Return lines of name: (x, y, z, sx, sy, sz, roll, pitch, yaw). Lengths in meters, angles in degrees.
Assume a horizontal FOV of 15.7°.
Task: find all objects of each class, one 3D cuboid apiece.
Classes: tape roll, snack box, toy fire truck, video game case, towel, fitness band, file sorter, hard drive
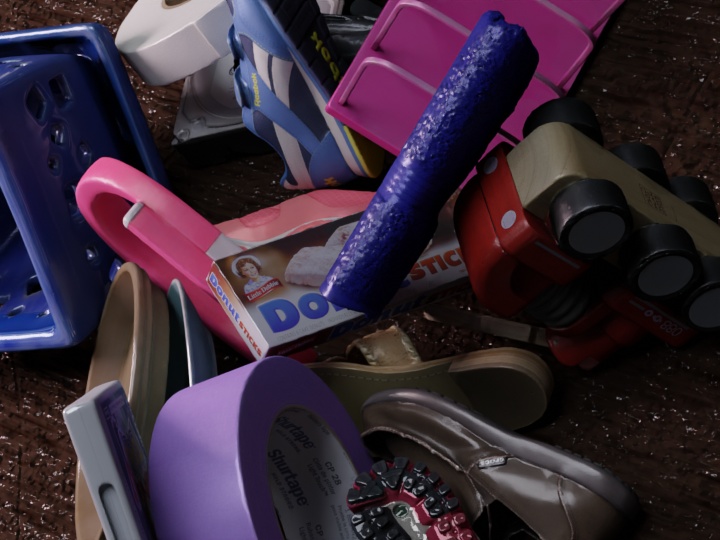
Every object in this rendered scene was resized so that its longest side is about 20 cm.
tape roll: (-0.094, -0.214, 1.912, 0.202, 0.037, 0.203, -34, 20, 15)
snack box: (0.000, 0.000, 1.690, 0.199, 0.024, 0.072, -19, 65, -33)
toy fire truck: (0.111, 0.001, 1.616, 0.200, 0.176, 0.129, -41, 42, 25)
video game case: (-0.128, 0.158, 1.542, 0.023, 0.183, 0.200, -19, 1, -1)
towel: (0.046, -0.062, 1.583, 0.201, 0.049, 0.148, -59, 1, 6)
fitness band: (-0.110, 0.002, 1.746, 0.200, 0.144, 0.037, 40, 76, 2)
file sorter: (0.093, -0.168, 1.738, 0.201, 0.139, 0.125, -60, 4, -17)
tape roll: (-0.048, 0.157, 1.579, 0.065, 0.200, 0.201, -21, 47, 23)
hard drive: (-0.062, -0.179, 1.970, 0.139, 0.038, 0.201, -10, 52, 30)

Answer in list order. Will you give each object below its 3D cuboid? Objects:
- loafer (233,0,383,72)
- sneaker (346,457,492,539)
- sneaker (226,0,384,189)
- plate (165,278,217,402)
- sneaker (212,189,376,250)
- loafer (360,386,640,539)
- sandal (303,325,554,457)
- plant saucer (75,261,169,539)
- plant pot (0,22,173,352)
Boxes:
loafer: (0.006, -0.162, 1.855, 0.199, 0.068, 0.071, 0, 66, 15)
sneaker: (0.069, 0.199, 1.548, 0.080, 0.075, 0.200, -31, 62, -11)
sneaker: (-0.059, -0.140, 1.797, 0.082, 0.201, 0.074, -20, 16, 27)
plate: (-0.112, 0.106, 1.705, 0.025, 0.201, 0.201, 0, 47, -11)
sneaker: (-0.051, -0.014, 1.826, 0.199, 0.074, 0.087, -6, 29, 38)
loafer: (0.072, 0.129, 1.596, 0.199, 0.073, 0.071, 19, 73, 37)
sandal: (0.032, 0.069, 1.698, 0.211, 0.078, 0.070, -6, 34, 26)
plant saucer: (-0.160, 0.095, 1.758, 0.200, 0.029, 0.201, -170, 90, -76)
plant pot: (-0.259, -0.068, 1.900, 0.199, 0.201, 0.180, -3, 28, 38)
